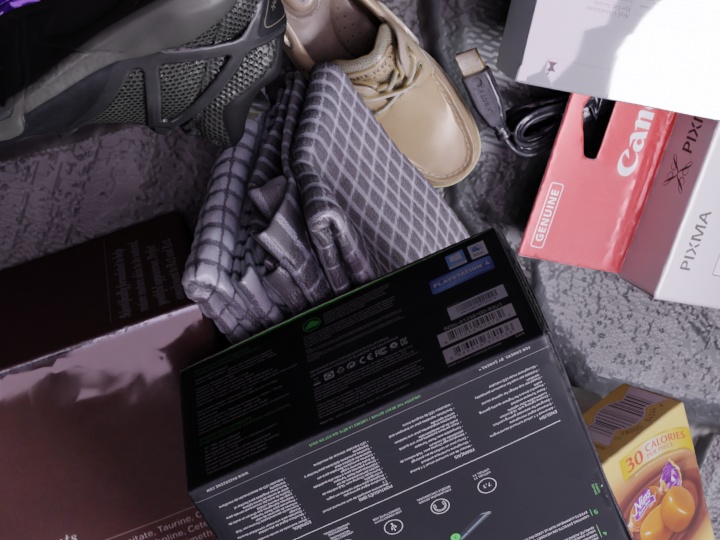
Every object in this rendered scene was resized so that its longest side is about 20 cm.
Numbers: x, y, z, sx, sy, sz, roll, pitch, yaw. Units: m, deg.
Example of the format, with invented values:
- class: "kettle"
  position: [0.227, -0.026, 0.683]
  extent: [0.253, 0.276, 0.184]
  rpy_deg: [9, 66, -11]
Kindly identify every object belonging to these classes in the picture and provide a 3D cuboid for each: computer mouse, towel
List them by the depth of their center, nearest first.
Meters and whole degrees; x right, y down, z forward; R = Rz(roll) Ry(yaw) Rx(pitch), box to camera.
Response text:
- class: "towel"
  position: [0.000, 0.000, 0.717]
  extent: [0.085, 0.167, 0.201]
  rpy_deg: [-21, 126, 23]
- class: "computer mouse"
  position: [0.107, -0.170, 0.780]
  extent: [0.139, 0.046, 0.201]
  rpy_deg: [-29, 122, -11]

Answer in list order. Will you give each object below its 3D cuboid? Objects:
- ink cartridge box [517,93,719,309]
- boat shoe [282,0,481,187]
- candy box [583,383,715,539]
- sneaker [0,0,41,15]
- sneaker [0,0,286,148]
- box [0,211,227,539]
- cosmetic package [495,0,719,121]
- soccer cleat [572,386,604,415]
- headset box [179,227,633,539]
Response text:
- class: "ink cartridge box"
  position: [0.206, -0.081, 0.813]
  extent: [0.175, 0.045, 0.202]
  rpy_deg: [9, 106, -31]
- class: "boat shoe"
  position: [0.002, -0.119, 0.760]
  extent: [0.072, 0.065, 0.200]
  rpy_deg: [-42, 112, 3]
- class: "candy box"
  position: [0.126, 0.172, 0.800]
  extent: [0.199, 0.056, 0.118]
  rpy_deg: [-32, 116, -29]
- class: "sneaker"
  position: [-0.214, -0.109, 0.710]
  extent: [0.200, 0.070, 0.100]
  rpy_deg: [-44, 114, 4]
- class: "sneaker"
  position: [-0.122, -0.092, 0.664]
  extent: [0.198, 0.077, 0.114]
  rpy_deg: [-25, 141, 14]
- class: "box"
  position: [-0.141, 0.104, 0.746]
  extent: [0.162, 0.166, 0.202]
  rpy_deg: [-18, 112, -6]
- class: "cosmetic package"
  position: [0.190, -0.165, 0.734]
  extent: [0.198, 0.052, 0.153]
  rpy_deg: [9, 105, -12]
- class: "soccer cleat"
  position: [0.078, 0.079, 0.846]
  extent: [0.197, 0.069, 0.079]
  rpy_deg: [3, 102, -12]
- class: "headset box"
  position: [0.033, 0.111, 0.638]
  extent: [0.173, 0.093, 0.201]
  rpy_deg: [-25, 122, 5]
